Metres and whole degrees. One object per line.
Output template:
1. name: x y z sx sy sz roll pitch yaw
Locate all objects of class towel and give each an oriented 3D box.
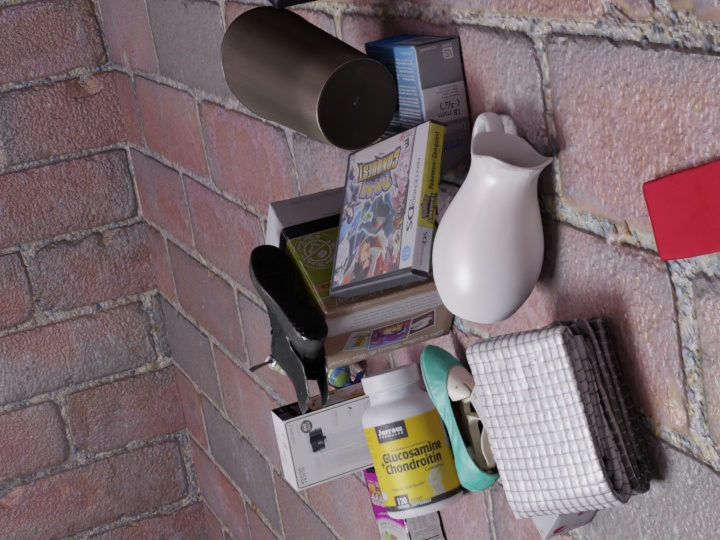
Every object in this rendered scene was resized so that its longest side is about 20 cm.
1. towel: 0.208 0.153 1.450 0.165 0.085 0.201 -20 87 52

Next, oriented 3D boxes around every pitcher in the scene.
1. pitcher: 0.142 -0.060 1.513 0.172 0.120 0.201 -103 19 -60

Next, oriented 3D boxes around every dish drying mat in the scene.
1. dish drying mat: 0.306 -0.055 1.180 0.200 0.018 0.077 163 92 -72

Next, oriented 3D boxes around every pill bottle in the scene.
1. pill bottle: 0.066 0.237 1.922 0.112 0.111 0.201 160 94 -71

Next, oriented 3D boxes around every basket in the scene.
1. basket: -0.054 -0.227 1.679 0.180 0.136 0.200 35 179 -40

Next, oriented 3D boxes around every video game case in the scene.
1. video game case: 0.029 -0.068 1.605 0.200 0.025 0.182 -15 65 60

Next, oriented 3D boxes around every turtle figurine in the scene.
1. turtle figurine: -0.087 0.102 2.212 0.145 0.199 0.194 -65 25 8

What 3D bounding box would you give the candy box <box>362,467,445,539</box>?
1. candy box: 0.075 0.393 2.092 0.136 0.061 0.201 170 86 -70

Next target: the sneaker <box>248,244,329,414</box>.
1. sneaker: -0.091 0.070 1.709 0.200 0.060 0.104 56 148 32

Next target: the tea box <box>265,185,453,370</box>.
1. tea box: 0.000 0.000 1.795 0.197 0.199 0.134 60 155 33

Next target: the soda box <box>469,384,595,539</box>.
1. soda box: 0.202 0.204 1.595 0.068 0.063 0.201 103 145 -54

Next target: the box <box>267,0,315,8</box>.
1. box: -0.063 -0.449 1.712 0.107 0.148 0.201 -130 31 -49

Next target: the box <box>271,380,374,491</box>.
1. box: -0.022 0.238 2.037 0.060 0.199 0.117 -152 48 -66

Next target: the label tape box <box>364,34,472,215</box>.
1. label tape box: 0.074 -0.180 1.659 0.144 0.063 0.201 -155 53 -64

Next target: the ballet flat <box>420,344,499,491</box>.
1. ballet flat: 0.140 0.184 1.774 0.070 0.067 0.201 -26 79 46
